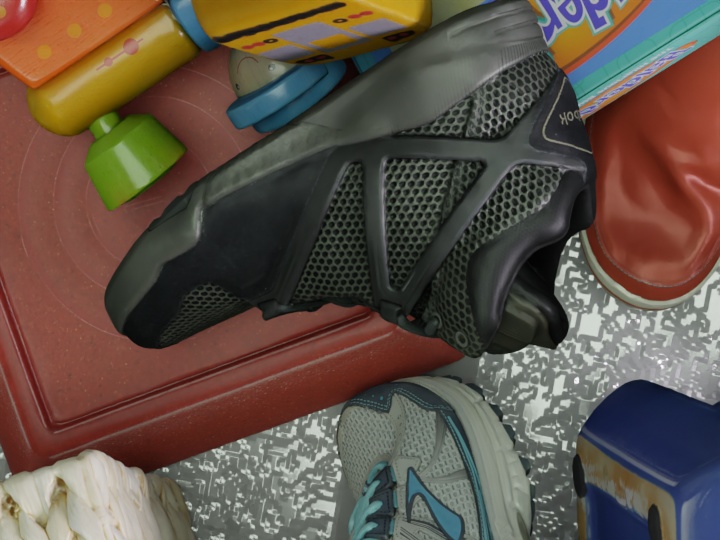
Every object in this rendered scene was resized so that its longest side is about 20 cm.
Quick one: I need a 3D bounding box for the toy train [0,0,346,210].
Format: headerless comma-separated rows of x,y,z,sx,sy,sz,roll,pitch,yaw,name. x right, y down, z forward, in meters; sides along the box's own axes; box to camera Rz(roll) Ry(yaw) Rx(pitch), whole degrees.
-0.111,-0.070,0.747,0.199,0.085,0.116,-33,102,6,toy train

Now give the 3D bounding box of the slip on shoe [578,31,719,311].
0.130,-0.083,0.762,0.073,0.061,0.202,18,96,3,slip on shoe

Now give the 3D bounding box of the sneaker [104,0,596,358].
0.000,0.000,0.719,0.198,0.076,0.115,-30,84,21,sneaker

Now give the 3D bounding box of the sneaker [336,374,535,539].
0.021,0.103,0.719,0.085,0.200,0.078,-3,121,-22,sneaker

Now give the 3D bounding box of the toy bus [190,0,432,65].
-0.024,-0.179,0.690,0.065,0.078,0.202,-11,79,35,toy bus

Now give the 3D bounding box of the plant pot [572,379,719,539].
0.175,0.128,0.683,0.178,0.200,0.202,-3,94,-7,plant pot

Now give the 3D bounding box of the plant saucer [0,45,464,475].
-0.080,-0.027,0.799,0.198,0.037,0.201,-20,91,6,plant saucer

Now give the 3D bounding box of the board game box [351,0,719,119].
0.043,-0.150,0.743,0.151,0.045,0.201,-30,82,26,board game box

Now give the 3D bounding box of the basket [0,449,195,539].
-0.124,0.179,0.725,0.160,0.198,0.202,-21,80,1,basket
